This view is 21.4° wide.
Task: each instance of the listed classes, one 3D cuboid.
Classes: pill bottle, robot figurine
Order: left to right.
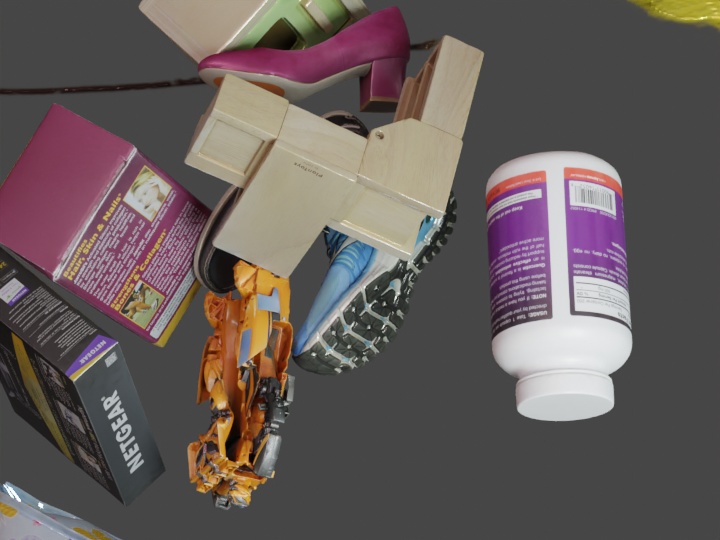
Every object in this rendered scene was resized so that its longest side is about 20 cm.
[{"bbox_3d":[-0.102,0.101,1.605,0.145,0.058,0.201,137,142,-55],"label":"robot figurine"},{"bbox_3d":[0.159,0.013,1.528,0.112,0.112,0.201,-8,68,20],"label":"pill bottle"}]

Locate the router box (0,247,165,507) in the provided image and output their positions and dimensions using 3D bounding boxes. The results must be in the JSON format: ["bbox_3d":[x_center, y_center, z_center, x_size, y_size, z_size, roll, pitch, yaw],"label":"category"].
[{"bbox_3d":[-0.252,0.092,1.621,0.157,0.201,0.052,36,65,29],"label":"router box"}]

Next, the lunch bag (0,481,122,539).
[{"bbox_3d":[-0.265,0.287,1.600,0.199,0.127,0.170,22,82,18],"label":"lunch bag"}]

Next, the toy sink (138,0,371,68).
[{"bbox_3d":[-0.075,-0.253,1.716,0.200,0.130,0.112,-48,61,-1],"label":"toy sink"}]

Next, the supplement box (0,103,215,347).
[{"bbox_3d":[-0.217,-0.035,1.654,0.103,0.200,0.131,29,83,28],"label":"supplement box"}]

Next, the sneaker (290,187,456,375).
[{"bbox_3d":[0.000,0.000,1.632,0.090,0.078,0.201,23,72,38],"label":"sneaker"}]

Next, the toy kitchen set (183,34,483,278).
[{"bbox_3d":[-0.034,-0.110,1.583,0.199,0.163,0.181,24,54,-10],"label":"toy kitchen set"}]

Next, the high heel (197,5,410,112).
[{"bbox_3d":[-0.047,-0.196,1.667,0.199,0.067,0.097,3,74,-19],"label":"high heel"}]

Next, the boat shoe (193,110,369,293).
[{"bbox_3d":[-0.068,-0.057,1.663,0.200,0.072,0.068,-45,25,2],"label":"boat shoe"}]
